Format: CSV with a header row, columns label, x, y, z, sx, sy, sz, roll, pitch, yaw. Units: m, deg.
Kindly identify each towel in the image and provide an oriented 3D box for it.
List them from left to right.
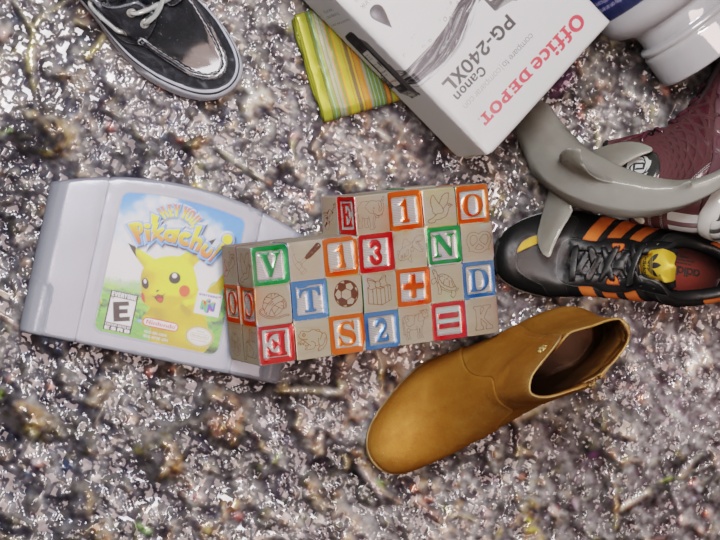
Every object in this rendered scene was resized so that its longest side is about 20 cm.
label,x,y,z,sx,sy,sz,roll,pitch,yaw
towel,0.050,-0.183,1.372,0.199,0.018,0.086,-17,97,-13

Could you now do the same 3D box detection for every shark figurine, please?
label,x,y,z,sx,sy,sz,roll,pitch,yaw
shark figurine,0.195,-0.077,1.309,0.214,0.090,0.128,8,69,30

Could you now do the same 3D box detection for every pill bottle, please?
label,x,y,z,sx,sy,sz,roll,pitch,yaw
pill bottle,0.212,-0.248,1.355,0.120,0.120,0.200,-39,98,-10

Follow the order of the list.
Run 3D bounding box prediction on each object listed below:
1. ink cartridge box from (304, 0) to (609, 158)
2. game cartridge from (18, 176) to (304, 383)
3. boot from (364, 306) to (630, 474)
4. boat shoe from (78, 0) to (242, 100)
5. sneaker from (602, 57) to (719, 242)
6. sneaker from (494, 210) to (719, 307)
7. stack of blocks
label,x,y,z,sx,sy,sz,roll,pitch,yaw
ink cartridge box,0.066,-0.203,1.323,0.200,0.083,0.145,44,82,-12
game cartridge,-0.144,0.001,1.318,0.199,0.040,0.134,12,84,-13
boot,0.100,0.089,1.318,0.201,0.144,0.071,-34,97,-10
boat shoe,-0.164,-0.203,1.294,0.072,0.068,0.200,-46,100,-9
sneaker,0.252,-0.117,1.391,0.115,0.076,0.200,4,58,23
sneaker,0.206,-0.009,1.369,0.199,0.090,0.070,5,89,-13
stack of blocks,0.000,0.000,1.315,0.199,0.059,0.116,-7,95,-25
